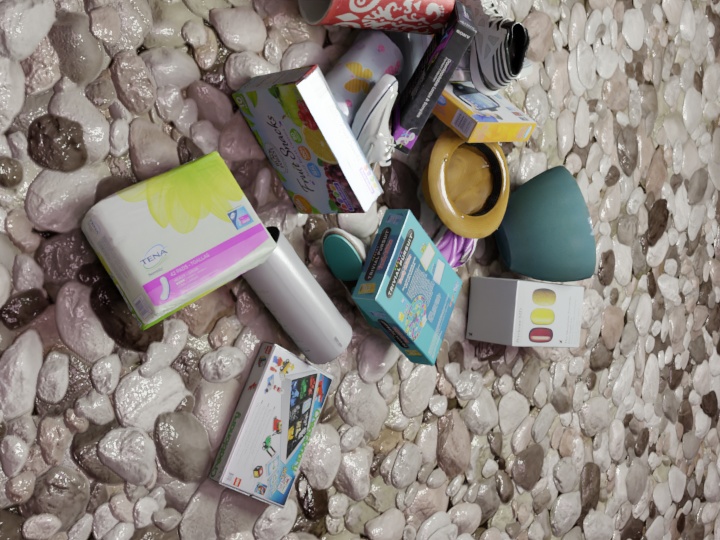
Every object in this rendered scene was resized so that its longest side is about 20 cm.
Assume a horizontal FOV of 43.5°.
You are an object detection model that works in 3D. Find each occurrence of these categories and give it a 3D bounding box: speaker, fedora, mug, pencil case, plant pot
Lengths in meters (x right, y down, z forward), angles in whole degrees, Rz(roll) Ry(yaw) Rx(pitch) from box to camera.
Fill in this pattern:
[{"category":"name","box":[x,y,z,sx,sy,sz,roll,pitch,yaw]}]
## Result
[{"category":"speaker","box":[-0.093,0.036,1.260,0.082,0.080,0.201,-52,124,-26]},{"category":"fedora","box":[0.160,-0.144,1.471,0.198,0.081,0.206,4,84,-42]},{"category":"mug","box":[0.034,-0.389,1.252,0.196,0.178,0.136,1,118,-30]},{"category":"pencil case","box":[-0.020,-0.258,1.300,0.083,0.090,0.201,43,62,-10]},{"category":"plant pot","box":[0.309,-0.066,1.571,0.132,0.200,0.204,-16,108,-4]}]

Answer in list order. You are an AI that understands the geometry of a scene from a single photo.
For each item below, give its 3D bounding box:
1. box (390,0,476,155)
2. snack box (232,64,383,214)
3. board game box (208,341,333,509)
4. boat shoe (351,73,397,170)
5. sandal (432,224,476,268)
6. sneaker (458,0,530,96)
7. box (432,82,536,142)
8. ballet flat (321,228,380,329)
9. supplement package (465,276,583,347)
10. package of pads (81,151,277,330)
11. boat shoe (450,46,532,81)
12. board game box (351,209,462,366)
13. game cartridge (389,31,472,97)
[{"category":"box","box":[0.103,-0.284,1.318,0.036,0.144,0.202,24,117,-10]},{"category":"snack box","box":[-0.071,-0.171,1.220,0.053,0.141,0.202,-46,121,-30]},{"category":"board game box","box":[-0.123,0.220,1.278,0.126,0.034,0.203,34,71,-38]},{"category":"boat shoe","box":[0.018,-0.178,1.284,0.202,0.069,0.071,-63,169,27]},{"category":"sandal","box":[0.166,-0.047,1.512,0.204,0.049,0.083,-54,126,-26]},{"category":"sneaker","box":[0.209,-0.380,1.368,0.074,0.115,0.205,-11,88,-29]},{"category":"box","box":[0.197,-0.254,1.450,0.198,0.119,0.042,-12,138,-47]},{"category":"ballet flat","box":[0.000,0.000,1.362,0.070,0.069,0.202,-50,128,-27]},{"category":"supplement package","box":[0.292,0.075,1.600,0.197,0.108,0.117,4,90,-43]},{"category":"package of pads","box":[-0.221,-0.044,1.105,0.199,0.068,0.156,-32,86,-36]},{"category":"boat shoe","box":[0.210,-0.345,1.467,0.198,0.069,0.073,-13,107,-38]},{"category":"board game box","box":[0.075,0.028,1.369,0.200,0.046,0.153,48,55,-44]},{"category":"game cartridge","box":[0.130,-0.355,1.464,0.198,0.040,0.136,-20,103,-40]}]
